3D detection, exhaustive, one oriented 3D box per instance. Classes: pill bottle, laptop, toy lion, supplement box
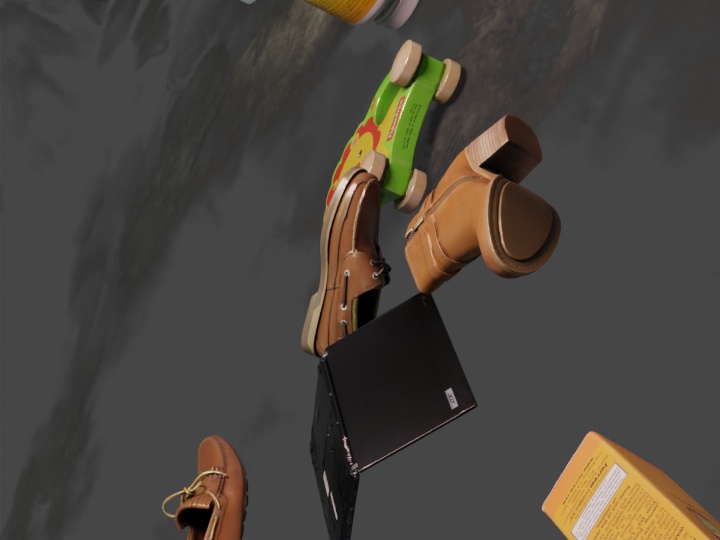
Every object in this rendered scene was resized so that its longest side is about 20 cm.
[{"bbox_3d":[-0.028,-0.357,1.407,0.109,0.200,0.109,-44,34,40],"label":"pill bottle"},{"bbox_3d":[0.022,0.148,1.117,0.177,0.103,0.200,-108,21,-55],"label":"laptop"},{"bbox_3d":[0.020,-0.129,1.302,0.192,0.069,0.200,-11,59,69],"label":"toy lion"},{"bbox_3d":[0.176,0.165,0.693,0.069,0.066,0.200,-58,16,4],"label":"supplement box"}]

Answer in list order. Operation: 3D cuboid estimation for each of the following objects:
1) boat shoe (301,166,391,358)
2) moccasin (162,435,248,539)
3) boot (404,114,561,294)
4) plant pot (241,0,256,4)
[{"bbox_3d":[0.000,0.000,1.188,0.068,0.072,0.200,20,111,28],"label":"boat shoe"},{"bbox_3d":[-0.170,0.267,1.316,0.074,0.078,0.202,-43,34,41],"label":"moccasin"},{"bbox_3d":[0.091,-0.030,1.044,0.155,0.077,0.200,-46,30,34],"label":"boot"},{"bbox_3d":[-0.186,-0.596,1.939,0.196,0.196,0.200,-34,32,49],"label":"plant pot"}]
